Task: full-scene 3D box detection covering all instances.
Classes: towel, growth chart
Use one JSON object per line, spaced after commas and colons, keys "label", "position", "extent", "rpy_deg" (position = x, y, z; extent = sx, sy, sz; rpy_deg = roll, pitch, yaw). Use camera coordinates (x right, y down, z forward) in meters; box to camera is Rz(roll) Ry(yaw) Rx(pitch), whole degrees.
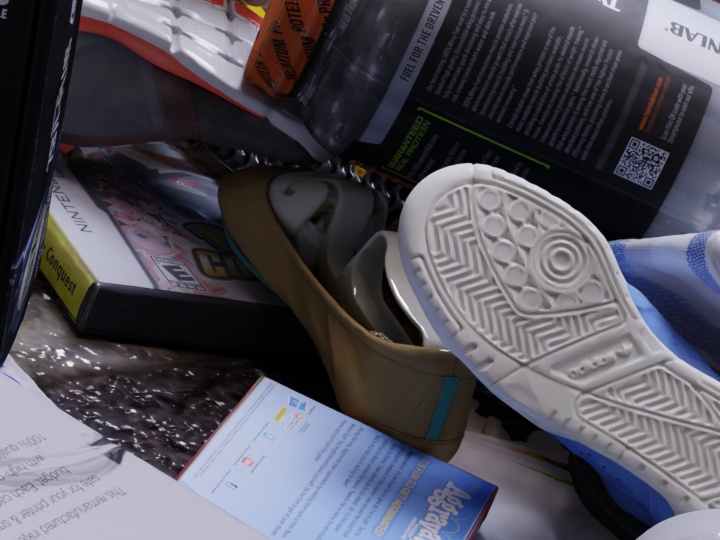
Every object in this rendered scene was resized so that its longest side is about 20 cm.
{"label": "towel", "position": [0.134, 0.031, 1.132], "extent": [0.147, 0.024, 0.200], "rpy_deg": [32, -21, -27]}
{"label": "growth chart", "position": [0.089, 0.105, 1.103], "extent": [0.200, 0.018, 0.145], "rpy_deg": [24, 21, 0]}

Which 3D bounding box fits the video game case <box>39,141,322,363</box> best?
{"label": "video game case", "position": [-0.067, -0.018, 1.217], "extent": [0.200, 0.026, 0.181], "rpy_deg": [8, 26, -34]}

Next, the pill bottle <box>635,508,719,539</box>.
{"label": "pill bottle", "position": [0.116, 0.155, 0.884], "extent": [0.111, 0.111, 0.200], "rpy_deg": [23, 21, -2]}

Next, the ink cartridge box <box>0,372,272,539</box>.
{"label": "ink cartridge box", "position": [-0.132, 0.093, 0.809], "extent": [0.200, 0.084, 0.145], "rpy_deg": [30, 23, 17]}

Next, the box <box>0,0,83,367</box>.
{"label": "box", "position": [-0.203, -0.070, 0.955], "extent": [0.200, 0.164, 0.086], "rpy_deg": [13, 30, -1]}

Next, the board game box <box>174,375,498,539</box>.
{"label": "board game box", "position": [-0.023, 0.103, 0.969], "extent": [0.103, 0.019, 0.200], "rpy_deg": [24, 25, 8]}

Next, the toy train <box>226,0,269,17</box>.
{"label": "toy train", "position": [-0.103, -0.150, 1.210], "extent": [0.200, 0.150, 0.056], "rpy_deg": [-3, 39, 5]}

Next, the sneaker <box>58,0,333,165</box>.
{"label": "sneaker", "position": [-0.104, -0.083, 1.178], "extent": [0.200, 0.082, 0.077], "rpy_deg": [24, 27, -4]}

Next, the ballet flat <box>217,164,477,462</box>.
{"label": "ballet flat", "position": [0.000, 0.000, 1.127], "extent": [0.069, 0.063, 0.200], "rpy_deg": [3, 34, -32]}

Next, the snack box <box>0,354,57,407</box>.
{"label": "snack box", "position": [-0.177, 0.023, 1.007], "extent": [0.072, 0.024, 0.200], "rpy_deg": [0, 31, -43]}

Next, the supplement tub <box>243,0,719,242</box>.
{"label": "supplement tub", "position": [0.061, -0.081, 1.125], "extent": [0.200, 0.123, 0.123], "rpy_deg": [24, 21, -8]}

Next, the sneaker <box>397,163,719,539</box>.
{"label": "sneaker", "position": [0.090, 0.042, 1.061], "extent": [0.200, 0.077, 0.111], "rpy_deg": [38, -11, 0]}

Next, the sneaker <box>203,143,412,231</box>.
{"label": "sneaker", "position": [0.007, -0.043, 1.255], "extent": [0.200, 0.070, 0.090], "rpy_deg": [27, -8, 28]}
